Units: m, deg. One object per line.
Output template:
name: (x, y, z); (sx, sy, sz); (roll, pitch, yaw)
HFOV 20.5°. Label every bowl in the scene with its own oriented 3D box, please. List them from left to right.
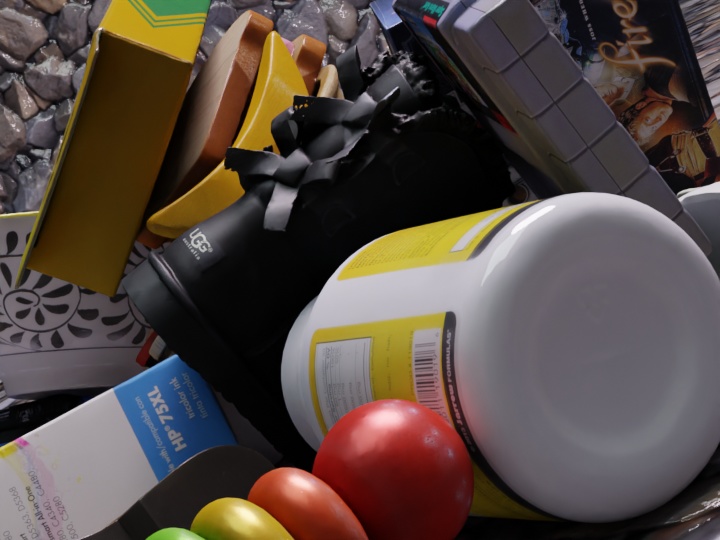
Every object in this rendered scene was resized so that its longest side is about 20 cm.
bowl: (-0.167, 0.025, 1.168); (0.198, 0.095, 0.201); (-5, -7, -1)

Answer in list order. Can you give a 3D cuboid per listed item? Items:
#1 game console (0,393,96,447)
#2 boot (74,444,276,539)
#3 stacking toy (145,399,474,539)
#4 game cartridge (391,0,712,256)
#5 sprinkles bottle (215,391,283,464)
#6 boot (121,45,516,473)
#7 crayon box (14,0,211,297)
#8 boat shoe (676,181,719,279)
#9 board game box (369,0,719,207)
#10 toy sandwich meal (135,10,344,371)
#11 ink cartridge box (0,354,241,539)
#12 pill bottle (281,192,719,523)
game console: (-0.197, 0.144, 1.218); (0.169, 0.120, 0.199); (6, -11, -33)
boot: (-0.119, 0.145, 0.810); (0.199, 0.074, 0.076); (-27, -13, -29)
stacking toy: (-0.042, 0.108, 0.617); (0.199, 0.086, 0.085); (-33, 9, -25)
game cartridge: (0.069, -0.065, 0.813); (0.038, 0.130, 0.200); (-43, 12, 2)
sprinkles bottle: (-0.141, 0.113, 1.037); (0.199, 0.069, 0.068); (-27, 7, -3)
boot: (0.000, 0.000, 0.891); (0.162, 0.074, 0.198); (-39, -38, 2)
crayon box: (-0.121, -0.072, 0.996); (0.200, 0.050, 0.128); (-90, 20, -69)
boat shoe: (0.153, -0.007, 0.842); (0.063, 0.071, 0.200); (-31, 7, -26)
board game box: (0.102, -0.070, 0.968); (0.135, 0.201, 0.035); (-26, 32, 0)
toy sandwich meal: (-0.074, -0.038, 0.998); (0.206, 0.070, 0.205); (-57, 9, 14)
ink cartridge box: (-0.149, 0.119, 0.925); (0.199, 0.068, 0.116); (-27, -10, -7)
pill bottle: (0.044, 0.036, 0.751); (0.111, 0.113, 0.200); (-29, 8, -24)
